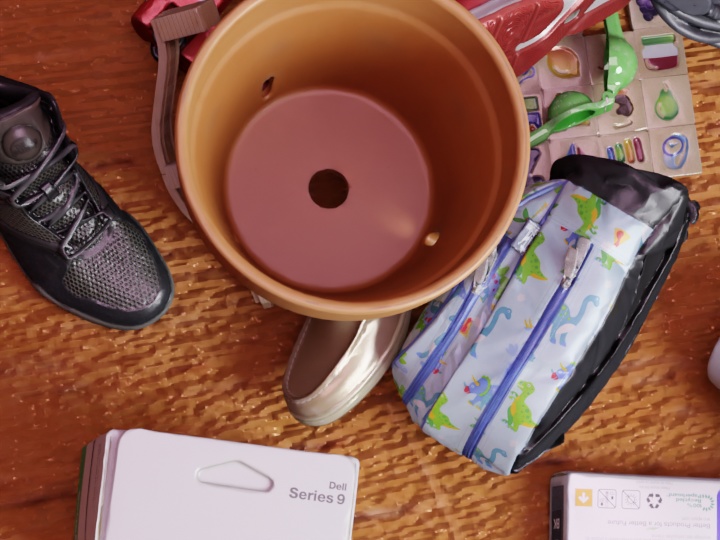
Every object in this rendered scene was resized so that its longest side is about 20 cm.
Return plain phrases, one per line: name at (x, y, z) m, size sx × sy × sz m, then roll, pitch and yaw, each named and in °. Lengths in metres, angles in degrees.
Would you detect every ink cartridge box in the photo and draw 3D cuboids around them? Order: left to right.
ink cartridge box at (-0.090, 0.144, 1.500) m, size 0.146 × 0.200 × 0.084 m, roll 7°, pitch 83°, yaw -8°
ink cartridge box at (0.218, 0.231, 1.620) m, size 0.198 × 0.043 × 0.200 m, roll 4°, pitch 80°, yaw -9°

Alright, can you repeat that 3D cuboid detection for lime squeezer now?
lime squeezer at (0.134, -0.123, 1.646) m, size 0.071 × 0.038 × 0.200 m, roll 34°, pitch 82°, yaw -10°

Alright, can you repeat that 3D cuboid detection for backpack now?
backpack at (0.110, 0.028, 1.582) m, size 0.154 × 0.163 × 0.200 m, roll 18°, pitch 87°, yaw 2°

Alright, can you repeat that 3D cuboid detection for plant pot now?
plant pot at (-0.011, -0.062, 1.488) m, size 0.200 × 0.140 × 0.200 m, roll 1°, pitch 79°, yaw -6°

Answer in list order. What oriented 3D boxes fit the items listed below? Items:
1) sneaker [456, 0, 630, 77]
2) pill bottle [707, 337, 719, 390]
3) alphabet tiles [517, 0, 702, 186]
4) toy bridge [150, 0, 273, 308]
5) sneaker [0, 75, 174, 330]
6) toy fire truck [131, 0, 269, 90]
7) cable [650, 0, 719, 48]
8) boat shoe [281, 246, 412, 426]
sneaker at (0.080, -0.187, 1.601) m, size 0.200 × 0.078 × 0.116 m, roll -26°, pitch 63°, yaw -37°
pill bottle at (0.314, 0.100, 1.588) m, size 0.112 × 0.112 × 0.200 m, roll -39°, pitch 61°, yaw -12°
alphabet tiles at (0.115, -0.133, 1.669) m, size 0.200 × 0.008 × 0.167 m, roll -7°, pitch 84°, yaw -10°
toy bridge at (-0.090, -0.066, 1.588) m, size 0.067 × 0.027 × 0.200 m, roll -11°, pitch 108°, yaw 26°
sneaker at (-0.190, -0.044, 1.553) m, size 0.076 × 0.114 × 0.199 m, roll -40°, pitch 93°, yaw -10°
toy fire truck at (-0.028, -0.145, 1.620) m, size 0.200 × 0.049 × 0.141 m, roll 39°, pitch 80°, yaw 0°
cable at (0.213, -0.231, 1.614) m, size 0.200 × 0.051 × 0.163 m, roll 27°, pitch 60°, yaw -39°
boat shoe at (0.000, 0.000, 1.587) m, size 0.065 × 0.072 × 0.200 m, roll 39°, pitch 76°, yaw -41°
